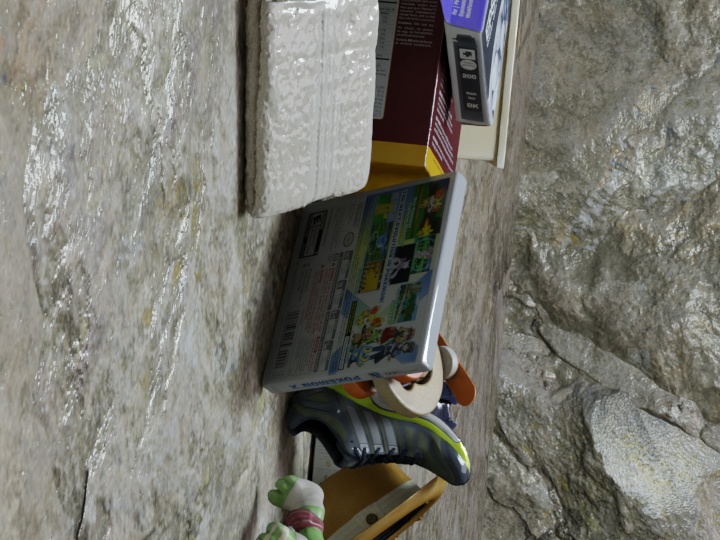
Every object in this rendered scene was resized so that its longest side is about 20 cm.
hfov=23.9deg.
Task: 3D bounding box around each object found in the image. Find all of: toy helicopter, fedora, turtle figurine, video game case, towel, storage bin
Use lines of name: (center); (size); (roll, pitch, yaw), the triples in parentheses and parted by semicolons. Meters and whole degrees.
toy helicopter: (0.059, 0.054, 1.692); (0.132, 0.079, 0.201); (32, 51, -33)
fedora: (-0.005, 0.249, 1.751); (0.200, 0.082, 0.201); (-36, 166, -10)
turtle figurine: (-0.081, 0.277, 1.525); (0.194, 0.199, 0.144); (-107, 173, -64)
video game case: (0.004, 0.012, 1.562); (0.022, 0.182, 0.201); (41, 50, -41)
towel: (-0.043, -0.148, 1.433); (0.132, 0.034, 0.201); (-18, 122, -40)
storage bin: (0.114, -0.240, 2.058); (0.199, 0.093, 0.201); (-128, -139, -74)

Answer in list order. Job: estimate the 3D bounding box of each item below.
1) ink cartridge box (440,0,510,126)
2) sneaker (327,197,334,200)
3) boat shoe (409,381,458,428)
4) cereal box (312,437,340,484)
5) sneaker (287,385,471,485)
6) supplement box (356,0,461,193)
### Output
ink cartridge box: (0.112, -0.272, 1.588); (0.200, 0.043, 0.199); (75, 23, -58)
sneaker: (-0.030, 0.011, 1.680); (0.084, 0.074, 0.200); (112, -5, -57)
boat shoe: (0.056, 0.148, 1.973); (0.200, 0.092, 0.075); (-129, -135, -77)
cereal box: (-0.025, 0.243, 1.883); (0.144, 0.039, 0.201); (-13, 109, -79)
sneaker: (0.015, 0.169, 1.689); (0.081, 0.200, 0.074); (-61, 174, -30)
supplement box: (0.026, -0.183, 1.655); (0.197, 0.132, 0.201); (41, 57, -77)
